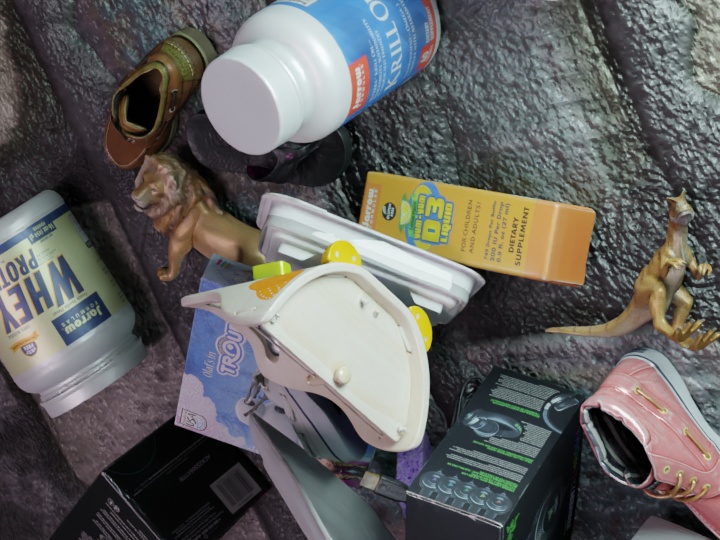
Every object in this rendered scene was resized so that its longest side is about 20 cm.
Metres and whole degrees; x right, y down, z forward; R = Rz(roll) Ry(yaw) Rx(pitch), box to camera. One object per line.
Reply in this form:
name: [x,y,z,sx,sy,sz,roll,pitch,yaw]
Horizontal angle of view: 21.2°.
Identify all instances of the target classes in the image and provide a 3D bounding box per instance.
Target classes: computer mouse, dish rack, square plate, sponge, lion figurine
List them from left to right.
lion figurine: [-0.132,-0.027,1.833,0.199,0.073,0.123,27,127,7]
square plate: [-0.015,0.236,1.750,0.198,0.028,0.200,43,-174,-40]
dish rack: [0.000,0.000,1.635,0.198,0.044,0.172,21,168,-2]
computer mouse: [0.011,0.124,1.703,0.199,0.141,0.046,29,158,-17]
sponge: [0.079,0.262,1.804,0.030,0.112,0.201,-18,109,10]

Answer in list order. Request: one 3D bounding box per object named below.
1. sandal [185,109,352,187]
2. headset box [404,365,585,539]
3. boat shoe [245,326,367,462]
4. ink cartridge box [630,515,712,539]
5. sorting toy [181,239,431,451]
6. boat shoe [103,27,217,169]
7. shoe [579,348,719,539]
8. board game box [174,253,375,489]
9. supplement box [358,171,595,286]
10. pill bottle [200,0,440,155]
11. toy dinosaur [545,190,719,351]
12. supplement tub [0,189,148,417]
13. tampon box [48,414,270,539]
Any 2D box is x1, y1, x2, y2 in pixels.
sandal: [-0.089,-0.107,1.741,0.199,0.048,0.076,4,120,42]
headset box: [0.112,0.217,1.662,0.092,0.200,0.175,17,128,21]
boat shoe: [-0.067,0.100,1.749,0.085,0.075,0.203,-6,135,26]
ink cartridge box: [0.276,0.347,1.639,0.144,0.145,0.201,20,135,32]
sorting toy: [-0.056,0.053,1.588,0.179,0.107,0.200,-3,144,45]
boat shoe: [-0.207,-0.154,1.800,0.072,0.068,0.200,45,139,6]
shoe: [0.259,0.167,1.583,0.201,0.091,0.071,55,139,-3]
board game box: [-0.067,0.099,1.819,0.197,0.044,0.201,19,132,6]
supplement box: [0.093,-0.036,1.599,0.199,0.069,0.067,11,94,39]
pill bottle: [-0.033,-0.170,1.531,0.112,0.200,0.113,23,132,28]
toy dinosaur: [0.237,0.021,1.542,0.107,0.060,0.201,59,139,30]
supplement tub: [-0.322,0.035,1.980,0.145,0.145,0.201,-25,100,48]
tampon box: [-0.220,0.265,2.044,0.126,0.150,0.200,48,139,6]
